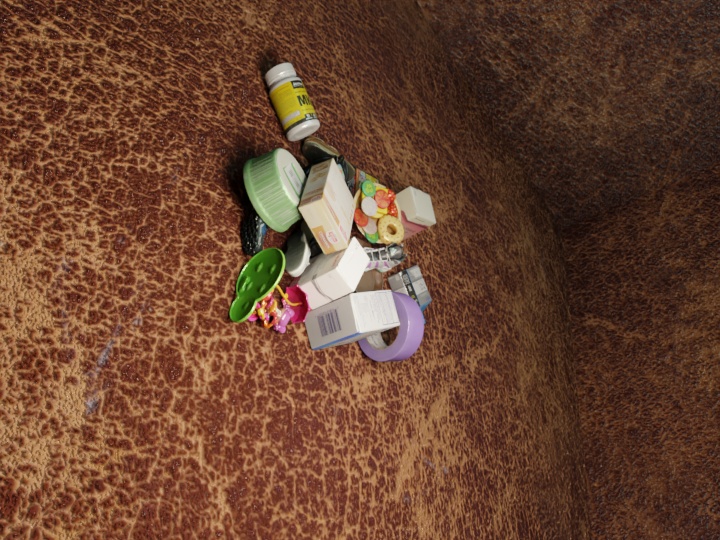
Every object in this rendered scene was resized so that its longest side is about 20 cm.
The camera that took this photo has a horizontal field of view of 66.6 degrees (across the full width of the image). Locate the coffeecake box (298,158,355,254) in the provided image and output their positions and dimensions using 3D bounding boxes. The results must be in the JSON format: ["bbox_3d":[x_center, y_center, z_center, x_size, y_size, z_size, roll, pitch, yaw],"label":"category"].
[{"bbox_3d":[-0.082,-0.170,1.438,0.203,0.071,0.156,-81,150,-50],"label":"coffeecake box"}]

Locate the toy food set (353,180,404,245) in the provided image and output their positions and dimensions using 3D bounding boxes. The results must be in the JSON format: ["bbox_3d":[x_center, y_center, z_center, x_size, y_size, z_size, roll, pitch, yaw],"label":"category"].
[{"bbox_3d":[0.056,-0.183,1.747,0.193,0.048,0.207,10,75,-31],"label":"toy food set"}]

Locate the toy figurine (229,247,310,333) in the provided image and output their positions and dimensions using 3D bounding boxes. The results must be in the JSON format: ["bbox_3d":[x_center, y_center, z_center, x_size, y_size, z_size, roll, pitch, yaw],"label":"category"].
[{"bbox_3d":[-0.203,0.082,1.343,0.184,0.147,0.204,47,60,-41],"label":"toy figurine"}]

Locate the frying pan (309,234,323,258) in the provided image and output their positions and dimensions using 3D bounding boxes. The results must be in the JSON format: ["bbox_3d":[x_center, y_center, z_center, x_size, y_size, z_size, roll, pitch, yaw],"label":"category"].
[{"bbox_3d":[-0.104,-0.079,1.526,0.031,0.112,0.195,-42,140,-45],"label":"frying pan"}]

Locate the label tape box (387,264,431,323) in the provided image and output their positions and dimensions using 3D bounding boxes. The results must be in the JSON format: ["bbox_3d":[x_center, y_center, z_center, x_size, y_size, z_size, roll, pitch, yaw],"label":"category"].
[{"bbox_3d":[0.183,0.097,1.904,0.143,0.062,0.205,-19,86,-55],"label":"label tape box"}]

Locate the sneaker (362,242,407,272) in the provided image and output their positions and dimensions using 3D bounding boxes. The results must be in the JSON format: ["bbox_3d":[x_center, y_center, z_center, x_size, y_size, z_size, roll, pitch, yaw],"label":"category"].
[{"bbox_3d":[0.073,-0.053,1.709,0.198,0.138,0.080,0,70,-54],"label":"sneaker"}]

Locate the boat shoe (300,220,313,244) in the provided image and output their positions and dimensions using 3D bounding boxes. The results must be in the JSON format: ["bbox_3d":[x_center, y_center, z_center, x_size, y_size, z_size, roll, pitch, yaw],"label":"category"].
[{"bbox_3d":[-0.103,-0.067,1.603,0.202,0.071,0.068,52,19,-7],"label":"boat shoe"}]

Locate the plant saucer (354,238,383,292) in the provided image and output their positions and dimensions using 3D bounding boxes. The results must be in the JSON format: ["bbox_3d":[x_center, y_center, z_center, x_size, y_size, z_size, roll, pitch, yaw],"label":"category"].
[{"bbox_3d":[0.000,0.000,1.733,0.199,0.034,0.205,33,47,-42],"label":"plant saucer"}]

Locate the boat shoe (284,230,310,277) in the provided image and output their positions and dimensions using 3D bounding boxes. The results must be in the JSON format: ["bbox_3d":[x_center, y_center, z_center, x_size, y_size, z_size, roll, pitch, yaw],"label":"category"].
[{"bbox_3d":[-0.163,-0.038,1.463,0.066,0.073,0.203,58,8,-26],"label":"boat shoe"}]

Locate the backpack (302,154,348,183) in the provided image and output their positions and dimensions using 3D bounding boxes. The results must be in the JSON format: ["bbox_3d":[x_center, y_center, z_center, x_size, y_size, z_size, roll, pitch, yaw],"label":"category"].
[{"bbox_3d":[-0.134,-0.243,1.587,0.199,0.164,0.129,-40,108,-48],"label":"backpack"}]

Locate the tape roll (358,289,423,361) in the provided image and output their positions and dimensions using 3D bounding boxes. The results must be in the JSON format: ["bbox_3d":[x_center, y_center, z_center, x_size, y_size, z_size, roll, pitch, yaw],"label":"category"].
[{"bbox_3d":[0.084,0.163,1.609,0.084,0.197,0.206,12,61,-49],"label":"tape roll"}]

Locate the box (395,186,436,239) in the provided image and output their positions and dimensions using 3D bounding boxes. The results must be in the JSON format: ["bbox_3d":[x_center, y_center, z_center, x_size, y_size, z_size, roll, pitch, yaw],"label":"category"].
[{"bbox_3d":[0.141,-0.183,1.884,0.126,0.197,0.112,12,60,-48],"label":"box"}]

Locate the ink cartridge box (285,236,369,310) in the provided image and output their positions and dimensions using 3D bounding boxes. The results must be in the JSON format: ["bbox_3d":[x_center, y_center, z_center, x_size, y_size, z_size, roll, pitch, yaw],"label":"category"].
[{"bbox_3d":[-0.087,0.015,1.456,0.083,0.197,0.148,51,37,-20],"label":"ink cartridge box"}]

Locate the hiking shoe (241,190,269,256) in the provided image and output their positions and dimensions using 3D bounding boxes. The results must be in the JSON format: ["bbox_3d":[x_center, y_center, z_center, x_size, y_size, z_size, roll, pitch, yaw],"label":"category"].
[{"bbox_3d":[-0.255,-0.124,1.414,0.086,0.073,0.206,24,53,-44],"label":"hiking shoe"}]

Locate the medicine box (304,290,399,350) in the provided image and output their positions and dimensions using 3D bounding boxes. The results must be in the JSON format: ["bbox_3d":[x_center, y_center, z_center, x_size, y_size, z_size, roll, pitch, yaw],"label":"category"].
[{"bbox_3d":[-0.022,0.134,1.494,0.198,0.179,0.106,-1,71,-53],"label":"medicine box"}]

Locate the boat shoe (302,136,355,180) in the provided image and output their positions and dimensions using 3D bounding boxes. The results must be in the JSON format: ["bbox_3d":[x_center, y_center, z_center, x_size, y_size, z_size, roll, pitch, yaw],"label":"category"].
[{"bbox_3d":[-0.098,-0.366,1.759,0.198,0.075,0.075,31,37,-29],"label":"boat shoe"}]

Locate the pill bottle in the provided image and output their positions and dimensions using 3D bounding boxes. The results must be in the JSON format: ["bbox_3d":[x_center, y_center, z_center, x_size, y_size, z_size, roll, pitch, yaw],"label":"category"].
[{"bbox_3d":[-0.210,-0.511,1.663,0.114,0.112,0.205,-26,92,-56],"label":"pill bottle"}]

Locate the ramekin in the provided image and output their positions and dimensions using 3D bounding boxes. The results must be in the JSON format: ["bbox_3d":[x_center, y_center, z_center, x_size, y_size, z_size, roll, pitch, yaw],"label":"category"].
[{"bbox_3d":[-0.205,-0.213,1.411,0.202,0.096,0.203,54,22,-33],"label":"ramekin"}]

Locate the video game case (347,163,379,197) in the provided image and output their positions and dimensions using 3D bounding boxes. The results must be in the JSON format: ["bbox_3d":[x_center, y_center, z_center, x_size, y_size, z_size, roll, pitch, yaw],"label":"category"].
[{"bbox_3d":[-0.012,-0.260,1.837,0.177,0.025,0.205,23,52,-28],"label":"video game case"}]
